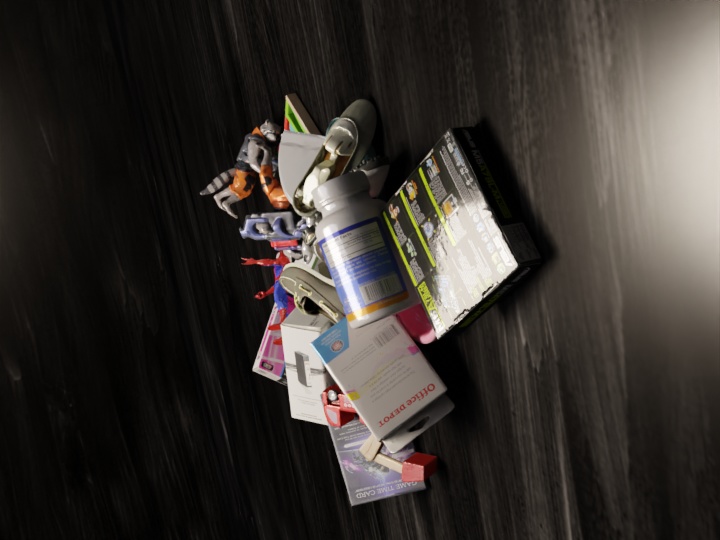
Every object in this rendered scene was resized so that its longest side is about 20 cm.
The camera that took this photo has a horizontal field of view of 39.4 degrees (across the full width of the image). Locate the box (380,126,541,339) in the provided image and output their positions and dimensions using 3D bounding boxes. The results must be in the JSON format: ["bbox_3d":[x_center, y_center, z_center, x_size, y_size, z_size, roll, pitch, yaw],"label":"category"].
[{"bbox_3d":[0.120,-0.045,1.269,0.193,0.047,0.201,-51,57,50],"label":"box"}]

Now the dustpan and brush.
[{"bbox_3d":[-0.077,-0.111,1.597,0.138,0.057,0.202,13,91,28],"label":"dustpan and brush"}]

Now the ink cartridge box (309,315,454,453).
[{"bbox_3d":[0.036,0.160,1.501,0.201,0.128,0.125,55,176,11],"label":"ink cartridge box"}]

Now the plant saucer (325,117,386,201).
[{"bbox_3d":[-0.005,-0.148,1.609,0.200,0.027,0.202,-127,28,-45],"label":"plant saucer"}]

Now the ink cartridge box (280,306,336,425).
[{"bbox_3d":[-0.069,0.151,1.815,0.083,0.144,0.202,8,120,21],"label":"ink cartridge box"}]

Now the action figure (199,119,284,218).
[{"bbox_3d":[-0.208,-0.197,1.888,0.104,0.195,0.200,32,179,-8],"label":"action figure"}]

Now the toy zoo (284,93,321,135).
[{"bbox_3d":[-0.108,-0.205,1.841,0.201,0.020,0.132,99,149,-49],"label":"toy zoo"}]

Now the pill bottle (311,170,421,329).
[{"bbox_3d":[0.003,-0.030,1.397,0.202,0.111,0.112,69,159,5],"label":"pill bottle"}]

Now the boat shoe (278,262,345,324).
[{"bbox_3d":[-0.073,0.042,1.632,0.201,0.060,0.072,21,155,46],"label":"boat shoe"}]

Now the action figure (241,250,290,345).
[{"bbox_3d":[-0.170,0.042,1.844,0.066,0.098,0.201,77,-169,-47],"label":"action figure"}]

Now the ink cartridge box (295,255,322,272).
[{"bbox_3d":[-0.079,-0.066,1.810,0.105,0.059,0.201,65,155,23],"label":"ink cartridge box"}]

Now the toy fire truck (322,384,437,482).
[{"bbox_3d":[0.029,0.268,1.670,0.198,0.049,0.143,3,103,34],"label":"toy fire truck"}]

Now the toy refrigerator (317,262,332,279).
[{"bbox_3d":[0.000,0.000,1.636,0.200,0.075,0.071,-23,84,69],"label":"toy refrigerator"}]

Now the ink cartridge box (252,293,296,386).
[{"bbox_3d":[-0.127,0.113,1.888,0.037,0.094,0.202,-31,38,57],"label":"ink cartridge box"}]

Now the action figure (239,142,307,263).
[{"bbox_3d":[-0.096,-0.109,1.682,0.105,0.198,0.196,-39,-47,-68],"label":"action figure"}]

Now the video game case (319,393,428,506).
[{"bbox_3d":[0.022,0.292,1.729,0.019,0.141,0.202,-19,-88,-73],"label":"video game case"}]

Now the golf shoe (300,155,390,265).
[{"bbox_3d":[-0.002,-0.082,1.492,0.095,0.077,0.200,52,128,20],"label":"golf shoe"}]

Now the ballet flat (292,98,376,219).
[{"bbox_3d":[-0.039,-0.165,1.506,0.067,0.064,0.201,35,106,20],"label":"ballet flat"}]

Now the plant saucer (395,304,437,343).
[{"bbox_3d":[0.085,0.003,1.452,0.201,0.050,0.202,50,148,47],"label":"plant saucer"}]
